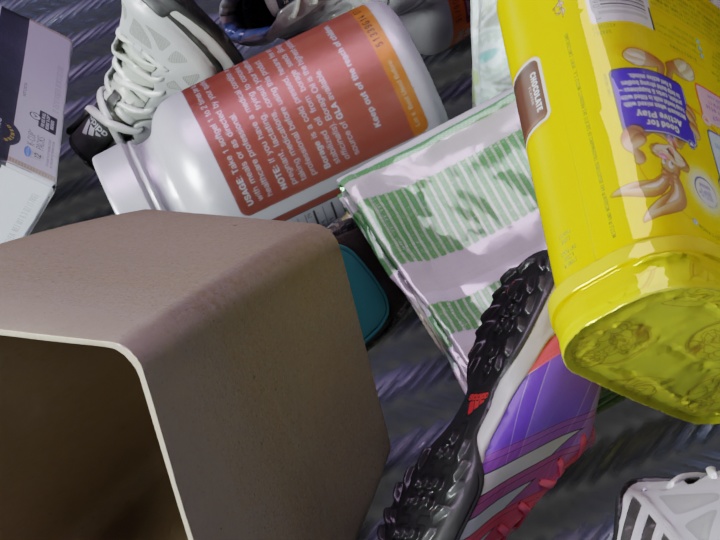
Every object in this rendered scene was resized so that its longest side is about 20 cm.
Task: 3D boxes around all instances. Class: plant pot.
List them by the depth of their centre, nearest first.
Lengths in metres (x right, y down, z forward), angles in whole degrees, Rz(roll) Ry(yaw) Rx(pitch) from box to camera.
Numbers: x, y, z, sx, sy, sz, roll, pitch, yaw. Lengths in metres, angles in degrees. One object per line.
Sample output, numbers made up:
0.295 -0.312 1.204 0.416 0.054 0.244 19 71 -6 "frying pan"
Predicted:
-0.098 0.072 1.004 0.199 0.200 0.177 6 30 38 "plant pot"

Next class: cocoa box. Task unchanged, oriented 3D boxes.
-0.276 -0.083 1.332 0.133 0.131 0.200 -54 21 27 "cocoa box"

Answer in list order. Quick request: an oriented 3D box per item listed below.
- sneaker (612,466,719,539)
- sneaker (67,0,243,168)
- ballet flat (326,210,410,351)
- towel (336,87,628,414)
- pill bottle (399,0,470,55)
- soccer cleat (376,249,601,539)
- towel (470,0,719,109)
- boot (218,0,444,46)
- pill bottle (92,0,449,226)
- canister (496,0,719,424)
0.179 0.088 0.896 0.115 0.076 0.200 20 55 45 "sneaker"
-0.134 -0.111 1.296 0.115 0.201 0.076 -41 72 -4 "sneaker"
0.000 0.000 1.159 0.200 0.072 0.072 -39 36 -23 "ballet flat"
0.092 -0.011 1.080 0.152 0.023 0.200 -28 54 -8 "towel"
0.100 -0.234 1.375 0.200 0.110 0.110 -31 33 -15 "pill bottle"
0.070 0.090 0.969 0.068 0.073 0.200 -13 47 63 "soccer cleat"
0.138 -0.124 1.142 0.048 0.172 0.200 -17 23 -40 "towel"
-0.016 -0.179 1.279 0.095 0.074 0.200 -18 -3 -28 "boot"
-0.053 -0.072 1.238 0.200 0.112 0.112 -25 33 -4 "pill bottle"
0.141 -0.043 0.979 0.086 0.148 0.200 -32 52 33 "canister"
